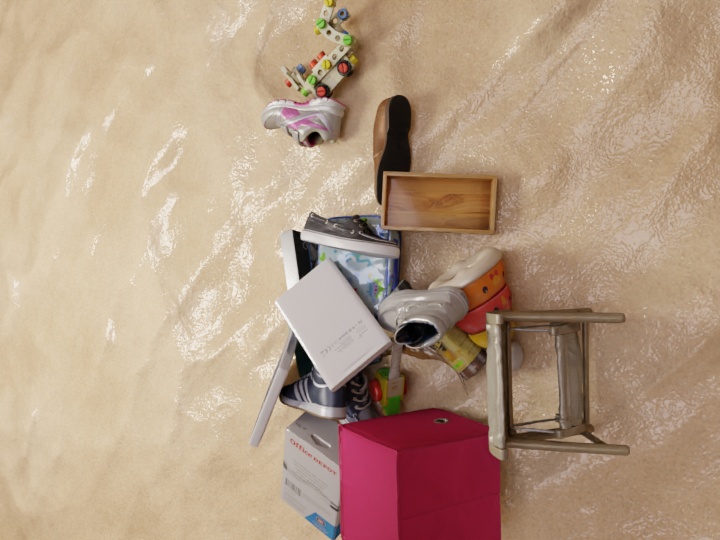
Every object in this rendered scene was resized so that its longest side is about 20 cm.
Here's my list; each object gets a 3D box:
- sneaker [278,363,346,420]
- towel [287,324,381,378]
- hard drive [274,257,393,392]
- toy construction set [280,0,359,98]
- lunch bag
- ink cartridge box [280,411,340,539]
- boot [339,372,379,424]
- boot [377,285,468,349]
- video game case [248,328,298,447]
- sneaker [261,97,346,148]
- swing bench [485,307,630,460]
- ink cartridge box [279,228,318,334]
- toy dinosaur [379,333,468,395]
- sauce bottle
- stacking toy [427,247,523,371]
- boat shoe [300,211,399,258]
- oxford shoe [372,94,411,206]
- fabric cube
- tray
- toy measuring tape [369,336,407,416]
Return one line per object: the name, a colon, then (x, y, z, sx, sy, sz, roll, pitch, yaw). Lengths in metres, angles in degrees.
sneaker: (-0.086, 0.205, 1.058, 0.198, 0.069, 0.111, -1, 84, 54)
towel: (-0.057, 0.135, 1.156, 0.197, 0.022, 0.150, -17, 83, 27)
hard drive: (-0.051, 0.091, 0.998, 0.131, 0.025, 0.201, -38, 62, -1)
toy construction set: (-0.079, -0.421, 1.124, 0.131, 0.092, 0.199, 47, 122, -5)
lunch bag: (0.000, 0.000, 1.074, 0.157, 0.082, 0.205, -2, 83, 25)
ink cartridge box: (-0.073, 0.390, 1.093, 0.145, 0.085, 0.204, 27, 124, 27)
boot: (-0.011, 0.241, 1.084, 0.200, 0.072, 0.091, 43, 125, 15)
boot: (0.076, 0.080, 0.909, 0.198, 0.095, 0.074, -21, 104, 50)
video game case: (-0.161, 0.212, 1.115, 0.023, 0.183, 0.203, 21, 118, -6)
sneaker: (-0.123, -0.296, 1.157, 0.196, 0.081, 0.090, 5, 91, 31)
swing bench: (0.278, 0.162, 0.852, 0.195, 0.130, 0.204, -1, 89, -2)
ink cartridge box: (-0.105, 0.026, 1.122, 0.039, 0.099, 0.205, -17, 74, 29)
toy dinosaur: (0.117, 0.144, 1.045, 0.197, 0.060, 0.108, 11, 120, 33)
sauce bottle: (0.134, 0.100, 0.992, 0.200, 0.065, 0.065, 44, 111, 7)
stacking toy: (0.217, 0.078, 0.956, 0.145, 0.146, 0.202, -31, 94, 26)
boat shoe: (-0.017, -0.068, 1.016, 0.197, 0.070, 0.068, 13, 88, 30)
oxford shoe: (0.052, -0.223, 1.075, 0.071, 0.070, 0.205, 14, 98, 57)
fabric cube: (0.092, 0.352, 0.929, 0.195, 0.195, 0.205, -2, 89, 62)
tray: (0.136, -0.118, 0.996, 0.195, 0.037, 0.101, 3, 92, 8)
toy measuring tape: (0.052, 0.185, 1.043, 0.073, 0.073, 0.204, 21, 128, 28)
